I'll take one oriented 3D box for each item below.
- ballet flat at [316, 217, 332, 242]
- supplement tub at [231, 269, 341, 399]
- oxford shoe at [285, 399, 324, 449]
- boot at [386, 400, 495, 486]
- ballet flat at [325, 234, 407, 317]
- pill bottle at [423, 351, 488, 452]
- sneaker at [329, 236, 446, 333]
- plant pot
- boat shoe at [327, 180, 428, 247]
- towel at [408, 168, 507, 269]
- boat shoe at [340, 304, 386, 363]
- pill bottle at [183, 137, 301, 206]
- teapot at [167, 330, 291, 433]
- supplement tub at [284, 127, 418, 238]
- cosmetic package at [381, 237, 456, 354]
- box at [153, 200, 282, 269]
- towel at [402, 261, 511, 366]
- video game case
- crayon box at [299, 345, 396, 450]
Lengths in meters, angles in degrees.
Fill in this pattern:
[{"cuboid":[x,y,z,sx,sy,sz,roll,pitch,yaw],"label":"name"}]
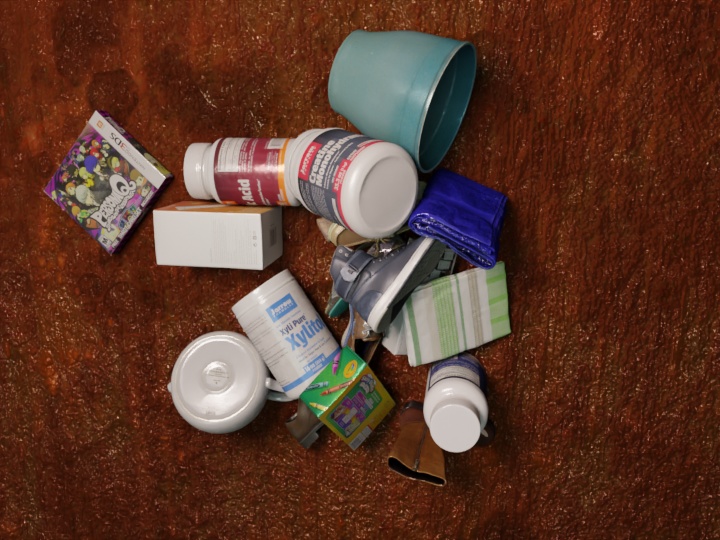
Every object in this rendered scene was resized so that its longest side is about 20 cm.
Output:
[{"cuboid":[-0.006,-0.134,1.076,0.200,0.068,0.067,-45,82,15],"label":"ballet flat"},{"cuboid":[-0.129,0.116,1.117,0.131,0.132,0.202,-34,92,16],"label":"supplement tub"},{"cuboid":[-0.078,0.250,1.178,0.084,0.073,0.201,40,107,1],"label":"oxford shoe"},{"cuboid":[0.149,0.307,1.082,0.185,0.200,0.070,20,106,5],"label":"boot"},{"cuboid":[0.000,0.000,1.114,0.200,0.072,0.072,-42,94,16],"label":"ballet flat"},{"cuboid":[0.165,0.225,1.060,0.109,0.200,0.113,2,105,10],"label":"pill bottle"},{"cuboid":[0.039,-0.022,1.006,0.146,0.077,0.203,39,86,28],"label":"sneaker"},{"cuboid":[0.057,-0.283,0.971,0.186,0.199,0.203,25,107,19],"label":"plant pot"},{"cuboid":[0.041,-0.086,1.043,0.197,0.067,0.074,-26,142,-1],"label":"boat shoe"},{"cuboid":[0.165,-0.094,0.982,0.146,0.201,0.050,29,125,1],"label":"towel"},{"cuboid":[0.018,0.094,1.096,0.071,0.073,0.203,-4,127,-21],"label":"boat shoe"},{"cuboid":[-0.198,-0.172,1.074,0.196,0.114,0.117,2,104,10],"label":"pill bottle"},{"cuboid":[-0.252,0.219,1.169,0.197,0.147,0.200,-39,70,-13],"label":"teapot"},{"cuboid":[-0.018,-0.141,0.954,0.199,0.138,0.143,28,113,47],"label":"supplement tub"},{"cuboid":[0.104,0.048,1.087,0.081,0.051,0.204,4,108,-30],"label":"cosmetic package"},{"cuboid":[-0.251,-0.066,1.105,0.196,0.124,0.100,2,104,9],"label":"box"},{"cuboid":[0.166,0.074,1.069,0.196,0.031,0.152,-16,115,-13],"label":"towel"},{"cuboid":[-0.480,-0.165,1.168,0.181,0.036,0.200,43,107,-1],"label":"video game case"},{"cuboid":[-0.017,0.229,1.083,0.119,0.201,0.058,-45,56,-11],"label":"crayon box"}]
